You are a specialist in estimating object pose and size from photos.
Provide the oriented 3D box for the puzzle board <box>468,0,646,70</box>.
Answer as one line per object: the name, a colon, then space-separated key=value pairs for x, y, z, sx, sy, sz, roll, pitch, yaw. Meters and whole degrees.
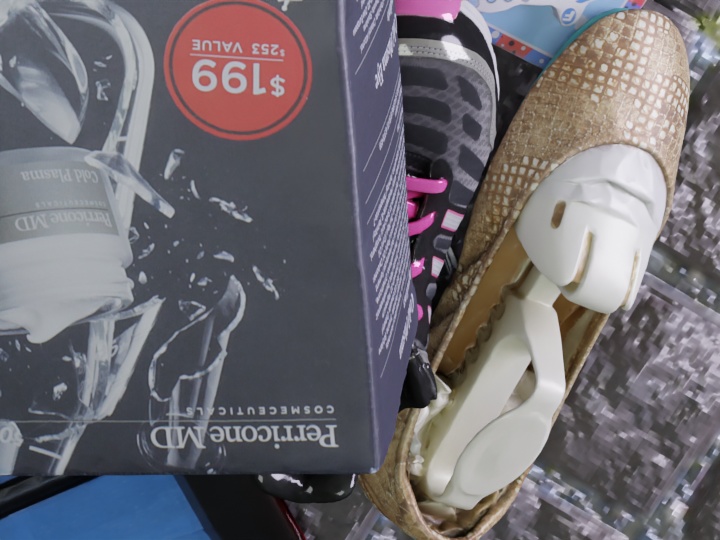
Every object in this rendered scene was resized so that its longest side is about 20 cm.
puzzle board: x=0.033 y=-0.155 z=0.904 sx=0.199 sy=0.017 sz=0.151 roll=24 pitch=112 yaw=-27

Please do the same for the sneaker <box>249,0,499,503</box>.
sneaker: x=0.000 y=0.000 z=0.921 sx=0.073 sy=0.088 sz=0.200 roll=8 pitch=135 yaw=-14

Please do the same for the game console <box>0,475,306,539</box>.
game console: x=-0.130 y=0.115 z=1.011 sx=0.199 sy=0.172 sz=0.119 roll=-24 pitch=78 yaw=14

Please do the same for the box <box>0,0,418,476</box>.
box: x=-0.090 y=-0.045 z=0.819 sx=0.199 sy=0.104 sz=0.183 roll=-1 pitch=114 yaw=9

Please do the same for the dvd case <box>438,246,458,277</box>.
dvd case: x=-0.061 y=-0.054 z=0.937 sx=0.145 sy=0.022 sz=0.200 roll=-13 pitch=137 yaw=8

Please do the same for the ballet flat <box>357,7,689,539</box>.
ballet flat: x=0.062 y=0.011 z=0.969 sx=0.070 sy=0.065 sz=0.201 roll=13 pitch=116 yaw=-26
